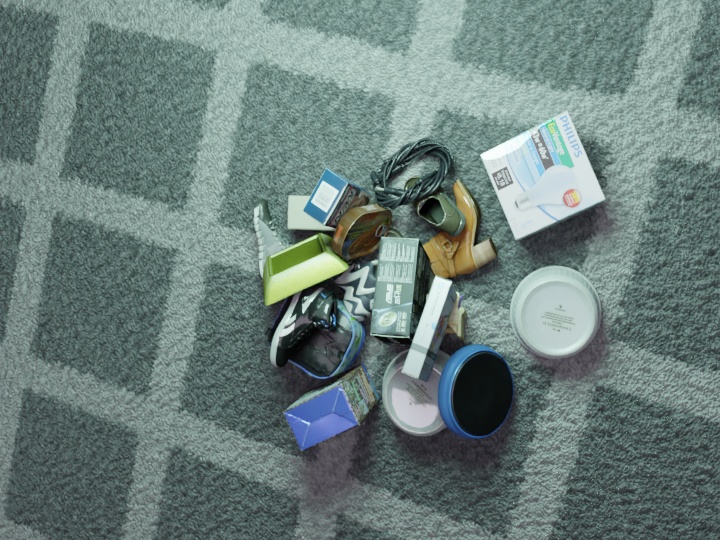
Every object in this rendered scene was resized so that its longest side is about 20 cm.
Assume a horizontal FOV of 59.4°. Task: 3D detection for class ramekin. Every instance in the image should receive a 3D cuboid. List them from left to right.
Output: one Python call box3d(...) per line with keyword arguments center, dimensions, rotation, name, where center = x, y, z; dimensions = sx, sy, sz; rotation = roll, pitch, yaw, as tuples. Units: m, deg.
box3d(center=(0.139, 0.282, 1.446), dimensions=(0.196, 0.094, 0.209), rotation=(1, 94, 16), name="ramekin")
box3d(center=(0.421, 0.095, 1.363), dimensions=(0.196, 0.094, 0.209), rotation=(1, 94, 15), name="ramekin")

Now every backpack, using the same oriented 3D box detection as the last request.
box3d(center=(-0.090, 0.145, 1.477), dimensions=(0.198, 0.146, 0.186), rotation=(32, 95, 22), name="backpack")

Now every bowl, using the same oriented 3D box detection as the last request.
box3d(center=(0.257, 0.266, 1.383), dimensions=(0.196, 0.039, 0.207), rotation=(-1, 91, -30), name="bowl")

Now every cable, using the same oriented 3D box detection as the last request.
box3d(center=(0.116, -0.219, 1.407), dimensions=(0.196, 0.165, 0.051), rotation=(-22, 132, 10), name="cable")

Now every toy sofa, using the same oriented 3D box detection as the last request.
box3d(center=(0.144, 0.103, 1.445), dimensions=(0.194, 0.083, 0.101), rotation=(0, 77, 15), name="toy sofa")

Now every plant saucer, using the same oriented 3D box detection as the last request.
box3d(center=(-0.136, -0.017, 1.413), dimensions=(0.195, 0.200, 0.049), rotation=(-24, 112, -2), name="plant saucer")

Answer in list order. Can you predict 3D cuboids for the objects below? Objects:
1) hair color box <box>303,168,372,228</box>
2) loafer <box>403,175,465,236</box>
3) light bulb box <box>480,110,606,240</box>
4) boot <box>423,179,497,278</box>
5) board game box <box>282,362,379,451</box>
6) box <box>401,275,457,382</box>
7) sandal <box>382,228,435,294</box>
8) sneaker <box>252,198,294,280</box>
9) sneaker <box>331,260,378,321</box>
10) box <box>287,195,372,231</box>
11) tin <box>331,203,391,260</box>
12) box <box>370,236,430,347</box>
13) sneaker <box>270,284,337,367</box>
box3d(center=(-0.044, -0.146, 1.350), dimensions=(0.060, 0.200, 0.101), rotation=(33, 98, 13), name="hair color box")
box3d(center=(0.154, -0.153, 1.398), dimensions=(0.200, 0.069, 0.076), rotation=(47, 113, 41), name="loafer")
box3d(center=(0.384, -0.195, 1.338), dimensions=(0.196, 0.125, 0.203), rotation=(-25, 87, 16), name="light bulb box")
box3d(center=(0.205, -0.087, 1.425), dimensions=(0.152, 0.073, 0.205), rotation=(-23, 82, 22), name="boot")
box3d(center=(-0.062, 0.311, 1.456), dimensions=(0.157, 0.200, 0.099), rotation=(-27, 88, 16), name="board game box")
box3d(center=(0.147, 0.127, 1.314), dimensions=(0.040, 0.156, 0.205), rotation=(17, 82, 16), name="box")
box3d(center=(0.109, -0.011, 1.462), dimensions=(0.081, 0.054, 0.203), rotation=(-35, 84, 14), name="sandal")
box3d(center=(-0.195, -0.077, 1.541), dimensions=(0.112, 0.075, 0.206), rotation=(-2, 103, 11), name="sneaker")
box3d(center=(0.000, 0.000, 1.462), dimensions=(0.129, 0.079, 0.202), rotation=(-38, 53, 15), name="sneaker")
box3d(center=(-0.072, -0.134, 1.498), dimensions=(0.194, 0.068, 0.085), rotation=(5, 94, 15), name="box")
box3d(center=(0.004, -0.088, 1.389), dimensions=(0.041, 0.198, 0.114), rotation=(35, 115, 21), name="tin")
box3d(center=(0.088, 0.051, 1.342), dimensions=(0.084, 0.164, 0.206), rotation=(4, 79, 15), name="box")
box3d(center=(-0.115, 0.130, 1.371), dimensions=(0.110, 0.073, 0.205), rotation=(22, 88, 21), name="sneaker")
